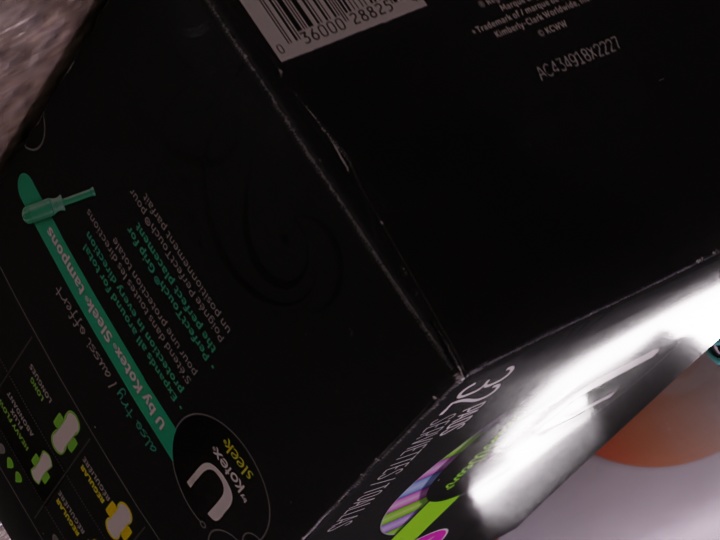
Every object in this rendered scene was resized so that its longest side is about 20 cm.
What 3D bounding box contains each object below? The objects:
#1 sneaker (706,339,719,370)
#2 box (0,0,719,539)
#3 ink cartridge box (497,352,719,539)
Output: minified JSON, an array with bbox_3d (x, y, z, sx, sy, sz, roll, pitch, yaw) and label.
[{"bbox_3d":[0.158,0.019,1.016,0.199,0.092,0.077,10,176,-44],"label":"sneaker"},{"bbox_3d":[0.000,0.000,0.684,0.148,0.125,0.200,-23,163,-36],"label":"box"},{"bbox_3d":[0.103,0.101,1.084,0.161,0.201,0.050,-24,166,2],"label":"ink cartridge box"}]
